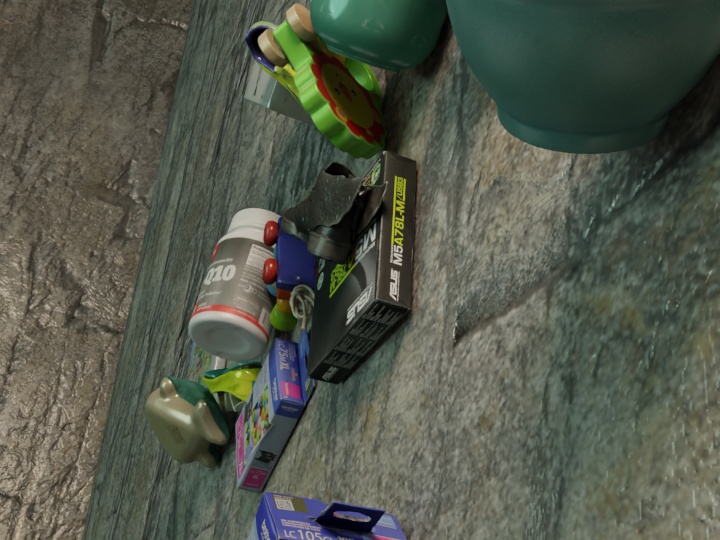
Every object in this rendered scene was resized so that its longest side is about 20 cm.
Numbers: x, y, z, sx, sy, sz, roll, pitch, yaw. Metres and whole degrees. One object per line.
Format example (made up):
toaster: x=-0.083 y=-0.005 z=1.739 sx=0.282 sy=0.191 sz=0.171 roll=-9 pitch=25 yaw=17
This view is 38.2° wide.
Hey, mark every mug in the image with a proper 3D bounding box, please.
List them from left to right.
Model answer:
mug: x=0.016 y=-0.297 z=1.188 sx=0.185 sy=0.151 sz=0.115 roll=-123 pitch=49 yaw=-68

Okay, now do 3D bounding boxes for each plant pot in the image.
plant pot: x=0.151 y=-0.161 z=0.686 sx=0.201 sy=0.198 sz=0.135 roll=-104 pitch=8 yaw=-55

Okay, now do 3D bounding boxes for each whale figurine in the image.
whale figurine: x=-0.250 y=0.226 z=1.613 sx=0.199 sy=0.103 sz=0.160 roll=-18 pitch=102 yaw=56

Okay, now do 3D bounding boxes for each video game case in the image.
video game case: x=-0.271 y=0.146 z=1.849 sx=0.200 sy=0.022 sz=0.183 roll=134 pitch=147 yaw=-54

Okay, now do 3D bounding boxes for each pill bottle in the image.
pill bottle: x=-0.165 y=0.018 z=1.487 sx=0.114 sy=0.113 sz=0.201 roll=-48 pitch=23 yaw=52

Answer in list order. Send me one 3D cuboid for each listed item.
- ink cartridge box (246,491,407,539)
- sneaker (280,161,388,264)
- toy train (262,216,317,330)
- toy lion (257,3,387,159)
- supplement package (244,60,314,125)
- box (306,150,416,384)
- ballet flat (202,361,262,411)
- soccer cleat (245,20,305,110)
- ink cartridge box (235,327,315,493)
ink cartridge box: x=-0.040 y=0.280 z=0.916 sx=0.076 sy=0.135 sz=0.201 roll=-127 pitch=55 yaw=-64
sneaker: x=-0.032 y=-0.072 z=1.160 sx=0.200 sy=0.060 sz=0.105 roll=41 pitch=115 yaw=66
toy train: x=-0.092 y=0.037 z=1.352 sx=0.201 sy=0.084 sz=0.116 roll=-94 pitch=17 yaw=-44
toy lion: x=-0.026 y=-0.224 z=1.263 sx=0.068 sy=0.192 sz=0.200 roll=-34 pitch=-3 yaw=25
supplement package: x=-0.085 y=-0.279 z=1.509 sx=0.200 sy=0.116 sz=0.118 roll=-142 pitch=68 yaw=-70
box: x=0.000 y=0.000 z=1.161 sx=0.200 sy=0.047 sz=0.194 roll=131 pitch=152 yaw=-53
ballet flat: x=-0.189 y=0.175 z=1.541 sx=0.200 sy=0.066 sz=0.068 roll=160 pitch=104 yaw=-65
soccer cleat: x=-0.074 y=-0.244 z=1.349 sx=0.065 sy=0.200 sz=0.084 roll=-47 pitch=-5 yaw=20
ink cartridge box: x=-0.115 y=0.178 z=1.361 sx=0.201 sy=0.042 sz=0.120 roll=-61 pitch=23 yaw=30
